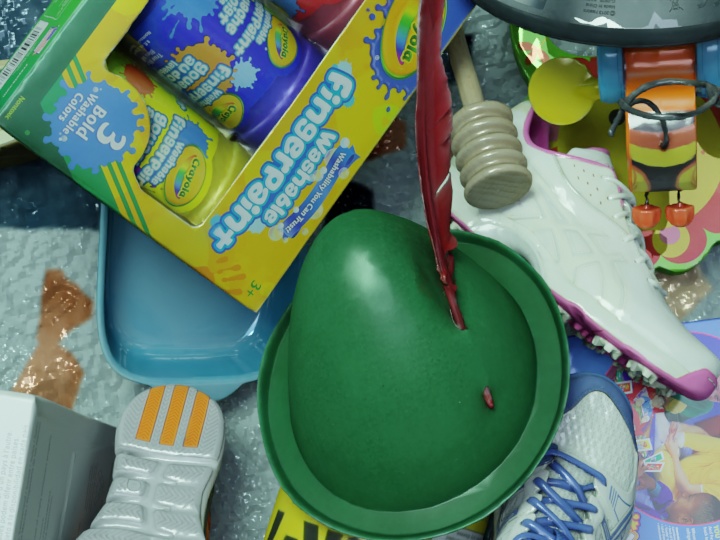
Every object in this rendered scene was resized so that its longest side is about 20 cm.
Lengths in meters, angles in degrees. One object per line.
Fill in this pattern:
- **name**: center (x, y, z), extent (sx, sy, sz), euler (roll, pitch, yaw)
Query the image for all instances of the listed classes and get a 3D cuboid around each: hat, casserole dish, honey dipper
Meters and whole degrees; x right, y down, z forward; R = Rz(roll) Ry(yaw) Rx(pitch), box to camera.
- **hat**: center (0.000, 0.000, 0.641), extent (0.165, 0.176, 0.201), euler (-14, 55, 12)
- **casserole dish**: center (-0.090, -0.027, 0.777), extent (0.120, 0.039, 0.201), euler (0, 103, -24)
- **honey dipper**: center (0.051, -0.125, 0.771), extent (0.038, 0.038, 0.201), euler (-14, 60, -1)

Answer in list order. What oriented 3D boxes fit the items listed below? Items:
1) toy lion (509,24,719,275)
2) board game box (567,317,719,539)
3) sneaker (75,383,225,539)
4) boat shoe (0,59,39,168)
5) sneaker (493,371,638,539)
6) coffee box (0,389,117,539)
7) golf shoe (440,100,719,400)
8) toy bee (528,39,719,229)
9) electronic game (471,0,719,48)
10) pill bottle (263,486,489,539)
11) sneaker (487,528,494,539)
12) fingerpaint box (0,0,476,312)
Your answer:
- **toy lion**: center (0.160, -0.104, 0.811), extent (0.192, 0.069, 0.200), euler (-41, 82, 3)
- **board game box**: center (0.187, 0.130, 0.774), extent (0.133, 0.045, 0.201), euler (-7, 80, 1)
- **sneaker**: center (-0.110, 0.166, 0.724), extent (0.077, 0.113, 0.201), euler (12, 43, 5)
- **boat shoe**: center (-0.144, -0.118, 0.813), extent (0.199, 0.073, 0.064), euler (-19, 84, 4)
- **sneaker**: center (0.095, 0.141, 0.676), extent (0.075, 0.088, 0.201), euler (20, 75, 2)
- **coffee box**: center (-0.249, 0.157, 0.705), extent (0.196, 0.200, 0.201), euler (8, 81, 4)
- **golf shoe**: center (0.124, -0.015, 0.745), extent (0.200, 0.075, 0.092), euler (43, 91, 23)
- **toy bee**: center (0.147, -0.083, 0.716), extent (0.130, 0.109, 0.200), euler (12, 38, 30)
- **electronic game**: center (0.140, -0.174, 0.715), extent (0.198, 0.042, 0.201), euler (-3, 41, 2)
- **pill bottle**: center (-0.005, 0.182, 0.737), extent (0.114, 0.114, 0.201), euler (16, 81, 4)
- **sneaker**: center (0.069, 0.226, 0.743), extent (0.074, 0.082, 0.201), euler (13, 81, 4)
- **fingerpaint box**: center (-0.066, -0.110, 0.706), extent (0.167, 0.073, 0.200), euler (38, 86, -26)
